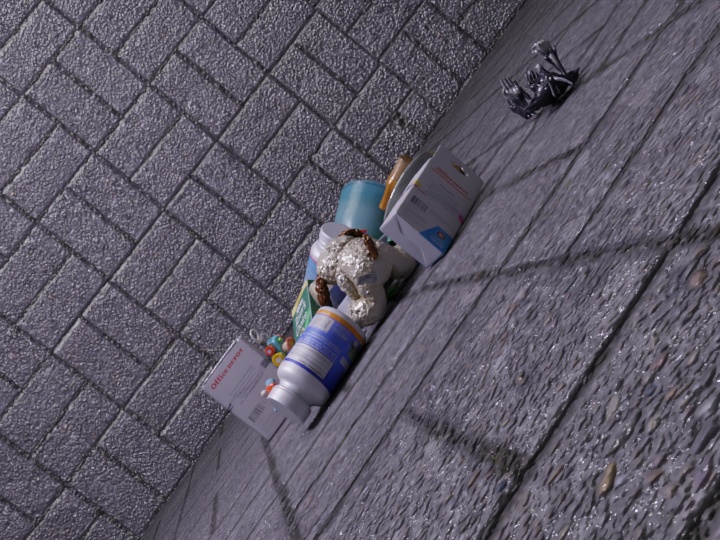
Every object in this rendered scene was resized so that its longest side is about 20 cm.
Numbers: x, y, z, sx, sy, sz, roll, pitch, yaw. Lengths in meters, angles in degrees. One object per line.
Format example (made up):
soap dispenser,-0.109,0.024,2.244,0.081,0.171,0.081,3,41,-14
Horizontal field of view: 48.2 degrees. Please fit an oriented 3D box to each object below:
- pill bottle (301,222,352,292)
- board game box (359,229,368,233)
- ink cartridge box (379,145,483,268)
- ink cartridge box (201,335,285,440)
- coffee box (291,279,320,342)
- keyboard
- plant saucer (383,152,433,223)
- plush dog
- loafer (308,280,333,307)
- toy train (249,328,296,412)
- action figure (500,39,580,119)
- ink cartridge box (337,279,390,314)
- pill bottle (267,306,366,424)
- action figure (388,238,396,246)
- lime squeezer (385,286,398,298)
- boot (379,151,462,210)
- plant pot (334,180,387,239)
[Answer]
pill bottle,-0.070,-0.002,1.851,0.109,0.107,0.203,-60,-13,-59
board game box,-0.025,0.013,1.934,0.200,0.045,0.155,134,129,-56
ink cartridge box,0.133,-0.118,1.459,0.201,0.115,0.068,-56,8,-35
ink cartridge box,-0.245,0.268,1.857,0.147,0.199,0.083,-52,5,-3
coffee box,-0.108,0.135,1.755,0.124,0.043,0.203,119,151,-45
keyboard,0.000,0.000,1.731,0.200,0.011,0.057,-46,-44,-30
plant saucer,0.122,-0.154,1.746,0.201,0.050,0.202,-49,-23,-29
plush dog,-0.015,-0.011,1.557,0.169,0.162,0.202,8,53,41
loafer,-0.038,0.013,1.759,0.199,0.068,0.077,-32,-39,-44
toy train,-0.169,0.210,1.753,0.055,0.203,0.149,-33,-31,21
action figure,0.302,-0.323,1.388,0.118,0.102,0.200,-41,4,0
ink cartridge box,-0.005,0.066,1.709,0.094,0.044,0.201,-40,-10,-43
pill bottle,-0.084,0.177,1.483,0.202,0.111,0.112,-56,6,-22
action figure,0.081,-0.068,1.954,0.201,0.054,0.118,-51,7,7
lime squeezer,0.004,0.114,1.611,0.201,0.038,0.070,-54,36,-9
boot,0.140,-0.198,1.878,0.071,0.198,0.146,55,135,40
plant pot,0.015,-0.096,2.077,0.200,0.197,0.191,-43,24,61
